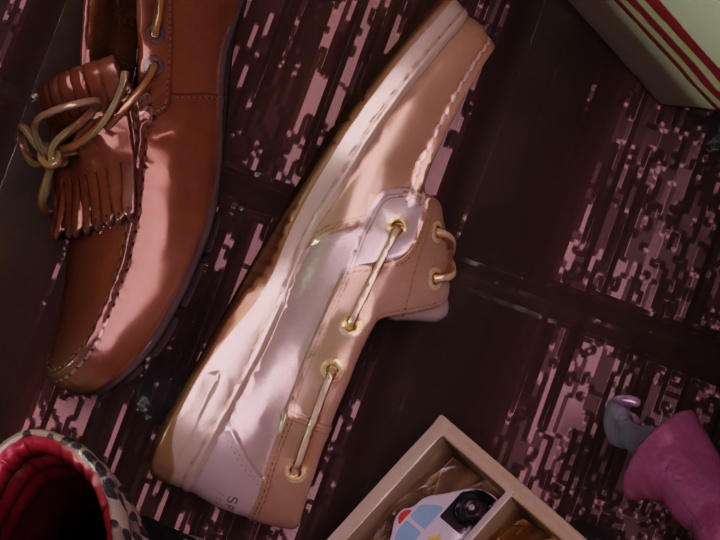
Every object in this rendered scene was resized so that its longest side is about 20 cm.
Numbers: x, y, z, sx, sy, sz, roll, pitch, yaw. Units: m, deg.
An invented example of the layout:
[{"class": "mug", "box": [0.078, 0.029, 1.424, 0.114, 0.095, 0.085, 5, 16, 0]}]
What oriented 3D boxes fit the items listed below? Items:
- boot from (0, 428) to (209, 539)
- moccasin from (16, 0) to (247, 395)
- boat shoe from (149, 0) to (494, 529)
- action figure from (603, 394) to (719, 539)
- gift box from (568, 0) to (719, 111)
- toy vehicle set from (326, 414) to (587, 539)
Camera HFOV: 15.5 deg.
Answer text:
[{"class": "boot", "box": [-0.078, 0.162, 0.842, 0.073, 0.154, 0.205, -10, 64, 12]}, {"class": "moccasin", "box": [-0.085, -0.057, 0.929, 0.077, 0.074, 0.202, 15, 83, -28]}, {"class": "boat shoe", "box": [0.000, 0.000, 0.943, 0.069, 0.074, 0.201, 30, 92, -4]}, {"class": "action figure", "box": [0.163, 0.061, 0.878, 0.133, 0.149, 0.201, 22, 74, -13]}, {"class": "gift box", "box": [0.114, -0.169, 0.916, 0.185, 0.200, 0.187, -46, 105, -11]}, {"class": "toy vehicle set", "box": [0.008, 0.165, 0.920, 0.124, 0.027, 0.200, 39, 81, 25]}]
